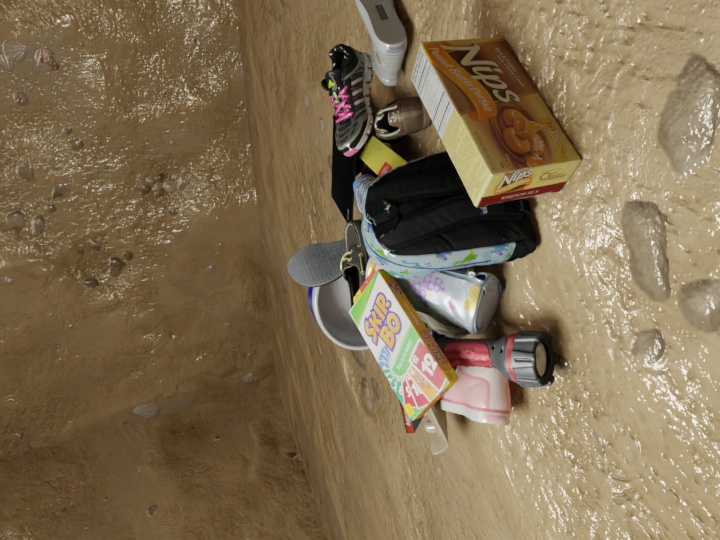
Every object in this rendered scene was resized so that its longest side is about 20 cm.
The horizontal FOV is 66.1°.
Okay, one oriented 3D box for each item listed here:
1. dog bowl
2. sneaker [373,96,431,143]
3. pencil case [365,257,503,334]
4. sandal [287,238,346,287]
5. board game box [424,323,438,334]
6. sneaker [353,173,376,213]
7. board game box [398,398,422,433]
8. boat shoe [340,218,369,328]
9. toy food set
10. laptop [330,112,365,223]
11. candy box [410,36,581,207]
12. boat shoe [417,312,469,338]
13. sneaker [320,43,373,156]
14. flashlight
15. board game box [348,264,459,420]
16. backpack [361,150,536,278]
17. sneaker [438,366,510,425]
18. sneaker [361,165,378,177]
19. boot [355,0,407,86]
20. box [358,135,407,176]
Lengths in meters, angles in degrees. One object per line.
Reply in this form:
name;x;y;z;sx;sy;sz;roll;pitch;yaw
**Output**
dog bowl;-0.004;0.047;1.093;0.079;0.194;0.207;-149;51;-70
sneaker;0.049;-0.259;0.948;0.199;0.073;0.073;-171;70;-71
pencil case;0.100;0.021;0.793;0.196;0.084;0.092;19;152;35
sandal;-0.036;-0.022;1.002;0.043;0.195;0.078;41;-149;-78
board game box;0.120;0.027;0.968;0.120;0.031;0.206;-131;34;-64
sneaker;0.039;-0.099;0.888;0.086;0.077;0.200;52;-179;21
board game box;0.083;0.165;0.968;0.103;0.019;0.206;-34;-66;-60
boat shoe;0.000;0.000;0.909;0.072;0.059;0.206;123;139;-51
toy food set;0.095;0.187;0.917;0.146;0.059;0.203;-85;-24;-48
laptop;-0.003;-0.221;1.090;0.101;0.200;0.181;24;134;21
candy box;0.145;-0.174;0.623;0.056;0.112;0.204;109;146;-56
boat shoe;0.102;0.036;0.891;0.197;0.075;0.074;22;120;36
sneaker;-0.028;-0.294;0.934;0.073;0.086;0.206;-12;68;44
flashlight;0.150;0.113;0.714;0.197;0.067;0.069;-8;54;44
board game box;0.050;0.092;0.764;0.096;0.029;0.203;-54;54;38
backpack;0.096;-0.067;0.706;0.154;0.194;0.168;126;129;-68
sneaker;0.170;0.164;0.826;0.200;0.073;0.108;136;137;-79
sneaker;0.034;-0.112;1.033;0.085;0.071;0.204;55;-166;-55
boot;0.028;-0.411;0.938;0.096;0.071;0.205;95;165;-63
box;0.067;-0.161;0.936;0.050;0.074;0.201;-51;36;12
